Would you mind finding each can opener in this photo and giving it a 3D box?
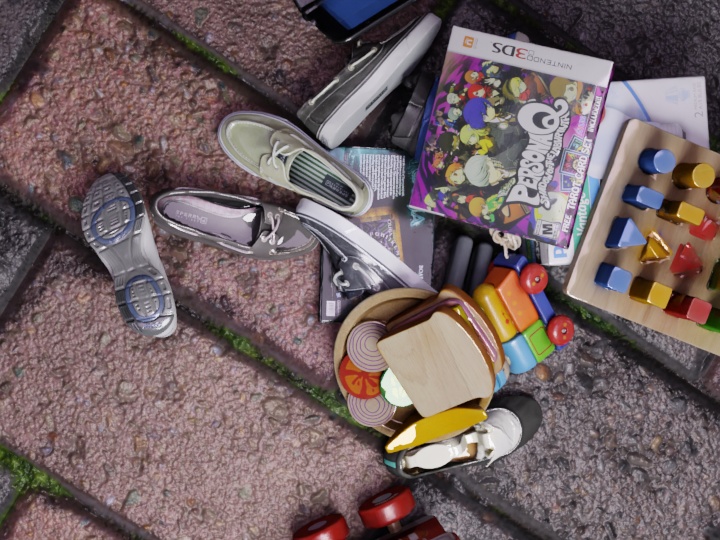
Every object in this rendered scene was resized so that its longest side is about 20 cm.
[{"bbox_3d":[0.104,0.060,1.363,0.052,0.066,0.203,17,80,-12],"label":"can opener"}]

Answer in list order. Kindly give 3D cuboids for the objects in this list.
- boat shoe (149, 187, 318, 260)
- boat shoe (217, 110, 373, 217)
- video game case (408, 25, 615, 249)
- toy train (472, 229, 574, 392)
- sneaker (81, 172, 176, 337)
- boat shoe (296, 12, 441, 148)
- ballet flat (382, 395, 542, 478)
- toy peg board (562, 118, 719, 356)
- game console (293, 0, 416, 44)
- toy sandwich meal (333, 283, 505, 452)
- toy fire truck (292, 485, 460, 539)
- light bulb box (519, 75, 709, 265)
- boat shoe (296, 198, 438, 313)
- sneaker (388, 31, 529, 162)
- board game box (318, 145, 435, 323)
[{"bbox_3d":[-0.141,-0.052,1.334,0.196,0.057,0.068,11,89,-6],"label":"boat shoe"},{"bbox_3d":[-0.074,-0.124,1.321,0.198,0.062,0.073,27,94,10],"label":"boat shoe"},{"bbox_3d":[0.160,-0.143,1.263,0.178,0.036,0.204,16,94,14],"label":"video game case"},{"bbox_3d":[0.144,0.027,1.313,0.115,0.084,0.202,-38,110,-19],"label":"toy train"},{"bbox_3d":[-0.256,-0.012,1.317,0.073,0.087,0.203,-18,74,-4],"label":"sneaker"},{"bbox_3d":[0.011,-0.230,1.343,0.064,0.071,0.200,42,78,9],"label":"boat shoe"},{"bbox_3d":[0.124,0.199,1.357,0.197,0.068,0.069,-18,96,-6],"label":"ballet flat"},{"bbox_3d":[0.347,-0.032,1.244,0.196,0.098,0.203,21,91,-8],"label":"toy peg board"},{"bbox_3d":[0.009,-0.366,1.322,0.198,0.116,0.178,-32,93,-6],"label":"game console"},{"bbox_3d":[0.060,0.110,1.277,0.201,0.070,0.209,5,113,12],"label":"toy sandwich meal"},{"bbox_3d":[0.011,0.326,1.294,0.197,0.168,0.114,-22,92,-6],"label":"toy fire truck"},{"bbox_3d":[0.282,-0.111,1.346,0.196,0.125,0.202,-5,91,-7],"label":"light bulb box"},{"bbox_3d":[0.000,0.000,1.318,0.199,0.072,0.068,38,84,-11],"label":"boat shoe"},{"bbox_3d":[0.107,-0.211,1.351,0.110,0.077,0.202,31,76,7],"label":"sneaker"},{"bbox_3d":[0.020,-0.039,1.366,0.133,0.028,0.204,2,89,-6],"label":"board game box"}]
